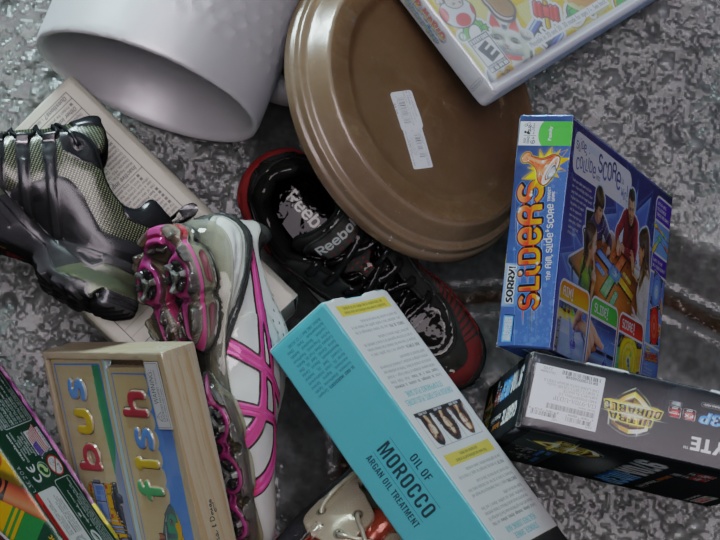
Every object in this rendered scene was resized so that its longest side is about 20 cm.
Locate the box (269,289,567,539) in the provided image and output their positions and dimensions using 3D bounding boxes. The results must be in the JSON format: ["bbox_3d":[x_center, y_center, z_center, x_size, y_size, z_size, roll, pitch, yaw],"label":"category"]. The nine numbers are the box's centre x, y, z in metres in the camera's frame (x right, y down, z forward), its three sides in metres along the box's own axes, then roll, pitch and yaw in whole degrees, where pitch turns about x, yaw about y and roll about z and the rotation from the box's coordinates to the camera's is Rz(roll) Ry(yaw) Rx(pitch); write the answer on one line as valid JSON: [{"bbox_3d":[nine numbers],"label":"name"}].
[{"bbox_3d":[0.038,0.107,1.141,0.049,0.082,0.200,-42,76,24],"label":"box"}]

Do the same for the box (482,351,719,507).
[{"bbox_3d":[0.159,0.097,1.179,0.158,0.200,0.046,13,80,-2],"label":"box"}]

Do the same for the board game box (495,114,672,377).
[{"bbox_3d":[0.140,-0.003,1.198,0.034,0.200,0.136,2,79,26],"label":"board game box"}]

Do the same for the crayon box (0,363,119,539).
[{"bbox_3d":[-0.267,0.134,1.187,0.172,0.058,0.200,-38,83,22],"label":"crayon box"}]

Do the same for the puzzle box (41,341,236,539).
[{"bbox_3d":[-0.124,0.140,1.162,0.025,0.133,0.201,-17,98,-38],"label":"puzzle box"}]

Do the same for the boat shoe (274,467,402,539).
[{"bbox_3d":[0.006,0.154,1.183,0.071,0.063,0.200,48,48,-2],"label":"boat shoe"}]

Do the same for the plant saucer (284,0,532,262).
[{"bbox_3d":[0.039,-0.104,1.234,0.199,0.029,0.201,16,64,-36],"label":"plant saucer"}]

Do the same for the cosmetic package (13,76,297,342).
[{"bbox_3d":[-0.144,-0.013,1.245,0.104,0.073,0.200,-44,86,-8],"label":"cosmetic package"}]

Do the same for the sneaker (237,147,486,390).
[{"bbox_3d":[0.000,0.000,1.236,0.071,0.098,0.200,-44,86,-4],"label":"sneaker"}]

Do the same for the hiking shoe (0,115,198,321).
[{"bbox_3d":[-0.199,-0.057,1.185,0.199,0.076,0.101,35,74,-5],"label":"hiking shoe"}]

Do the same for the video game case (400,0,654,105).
[{"bbox_3d":[0.089,-0.218,1.268,0.200,0.023,0.182,-33,83,-37],"label":"video game case"}]

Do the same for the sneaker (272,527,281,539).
[{"bbox_3d":[-0.079,0.175,1.211,0.200,0.088,0.081,43,81,4],"label":"sneaker"}]

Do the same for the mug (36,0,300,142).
[{"bbox_3d":[-0.081,-0.181,1.249,0.199,0.147,0.176,27,74,-24],"label":"mug"}]

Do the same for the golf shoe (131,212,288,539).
[{"bbox_3d":[-0.068,0.066,1.162,0.092,0.072,0.201,-12,96,-40],"label":"golf shoe"}]
